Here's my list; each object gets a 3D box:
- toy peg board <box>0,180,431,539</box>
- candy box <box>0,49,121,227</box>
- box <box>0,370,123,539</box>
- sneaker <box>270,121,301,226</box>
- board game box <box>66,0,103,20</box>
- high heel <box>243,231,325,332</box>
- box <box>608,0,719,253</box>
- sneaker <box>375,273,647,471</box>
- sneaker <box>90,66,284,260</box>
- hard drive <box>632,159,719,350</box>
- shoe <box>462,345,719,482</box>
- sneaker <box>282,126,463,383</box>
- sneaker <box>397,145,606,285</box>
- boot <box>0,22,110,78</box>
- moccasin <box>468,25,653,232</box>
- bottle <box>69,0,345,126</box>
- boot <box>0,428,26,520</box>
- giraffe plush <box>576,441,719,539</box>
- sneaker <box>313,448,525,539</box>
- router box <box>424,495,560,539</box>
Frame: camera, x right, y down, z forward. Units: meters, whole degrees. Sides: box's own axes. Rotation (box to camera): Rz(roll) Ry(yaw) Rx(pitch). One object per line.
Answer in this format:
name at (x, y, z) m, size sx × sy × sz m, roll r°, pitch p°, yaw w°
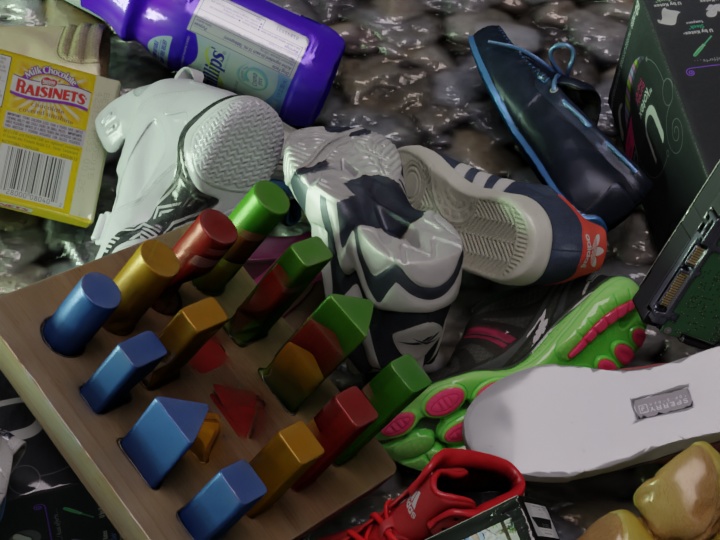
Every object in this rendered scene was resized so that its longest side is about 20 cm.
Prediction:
toy peg board at (-0.074, 0.051, 1.008) m, size 0.200 × 0.098 × 0.199 m, roll 51°, pitch 36°, yaw 11°
candy box at (-0.264, -0.100, 1.182) m, size 0.199 × 0.026 × 0.103 m, roll 14°, pitch 74°, yaw -18°
box at (-0.213, 0.110, 1.061) m, size 0.198 × 0.106 × 0.123 m, roll -12°, pitch 55°, yaw -12°
sneaker at (-0.068, -0.076, 1.238) m, size 0.199 × 0.072 × 0.073 m, roll 22°, pitch 94°, yaw 24°
board game box at (-0.212, -0.286, 1.385) m, size 0.199 × 0.064 × 0.148 m, roll 27°, pitch 56°, yaw 17°
high heel at (-0.054, 0.048, 1.140) m, size 0.095 × 0.068 × 0.201 m, roll 6°, pitch 38°, yaw 14°
box at (0.250, -0.084, 1.214) m, size 0.105 × 0.123 × 0.201 m, roll -6°, pitch 53°, yaw -9°
sneaker at (0.091, 0.063, 1.148) m, size 0.199 × 0.077 × 0.084 m, roll -28°, pitch 30°, yaw -18°
sneaker at (-0.139, -0.042, 1.180) m, size 0.201 × 0.075 × 0.115 m, roll -55°, pitch 44°, yaw 3°
hard drive at (0.285, 0.001, 1.109) m, size 0.199 × 0.140 × 0.038 m, roll 17°, pitch 28°, yaw -23°
shoe at (0.162, 0.097, 1.107) m, size 0.198 × 0.091 × 0.072 m, roll -11°, pitch 68°, yaw 0°
sneaker at (0.000, 0.000, 1.125) m, size 0.079 × 0.130 × 0.199 m, roll -10°, pitch 34°, yaw -27°
sneaker at (0.087, -0.032, 1.186) m, size 0.084 × 0.076 × 0.200 m, roll 3°, pitch 17°, yaw -31°
boot at (-0.254, -0.101, 1.241) m, size 0.154 × 0.073 × 0.201 m, roll 5°, pitch 50°, yaw -1°
moccasin at (0.141, -0.102, 1.254) m, size 0.068 × 0.081 × 0.201 m, roll -31°, pitch 57°, yaw 4°
bottle at (-0.111, -0.172, 1.271) m, size 0.199 × 0.084 × 0.066 m, roll 25°, pitch 68°, yaw -2°
boot at (-0.229, 0.088, 0.976) m, size 0.095 × 0.074 × 0.201 m, roll 5°, pitch 64°, yaw -6°
giraffe plush at (0.205, 0.202, 1.011) m, size 0.162 × 0.173 × 0.199 m, roll 51°, pitch 31°, yaw 18°
sneaker at (0.006, 0.155, 1.034) m, size 0.199 × 0.116 × 0.079 m, roll -24°, pitch 58°, yaw -20°
router box at (0.031, 0.228, 0.944) m, size 0.199 × 0.051 × 0.150 m, roll -27°, pitch 70°, yaw 16°
